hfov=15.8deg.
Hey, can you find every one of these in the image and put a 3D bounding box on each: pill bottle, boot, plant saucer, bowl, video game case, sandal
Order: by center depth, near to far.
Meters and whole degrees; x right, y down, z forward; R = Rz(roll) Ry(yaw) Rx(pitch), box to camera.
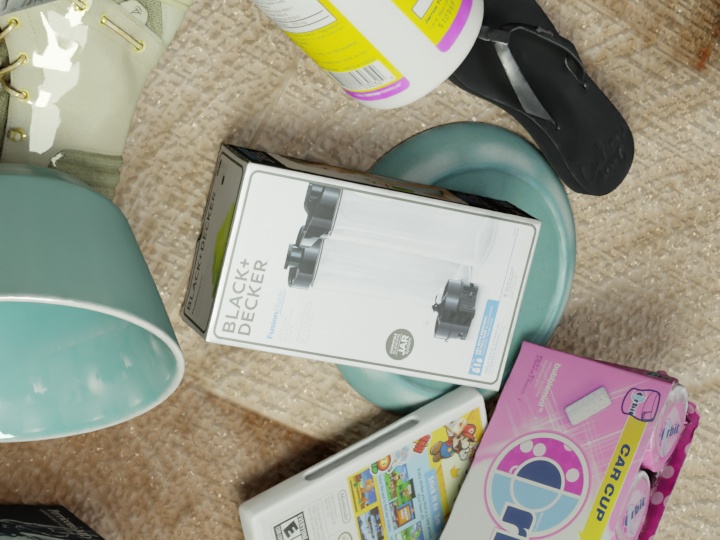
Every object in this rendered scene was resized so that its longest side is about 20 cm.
[{"bbox_3d":[-0.199,0.011,1.444,0.200,0.201,0.105,14,60,-35],"label":"bowl"},{"bbox_3d":[-0.199,-0.124,1.454,0.199,0.072,0.155,16,99,-35],"label":"boot"},{"bbox_3d":[-0.023,-0.191,1.521,0.104,0.104,0.200,-52,125,-7],"label":"pill bottle"},{"bbox_3d":[0.116,-0.124,1.660,0.200,0.043,0.076,39,74,-32],"label":"sandal"},{"bbox_3d":[0.064,0.004,1.689,0.199,0.027,0.201,-10,111,-29],"label":"plant saucer"},{"bbox_3d":[0.016,0.195,1.710,0.182,0.023,0.201,-26,126,-23],"label":"video game case"}]

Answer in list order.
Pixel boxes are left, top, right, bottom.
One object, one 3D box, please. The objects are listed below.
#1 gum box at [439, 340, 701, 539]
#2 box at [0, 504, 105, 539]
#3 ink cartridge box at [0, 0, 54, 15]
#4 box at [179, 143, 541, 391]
[{"bbox_3d":[0.131,0.149,1.680,0.066,0.113,0.201,44,66,-55],"label":"gum box"},{"bbox_3d":[-0.217,0.211,1.475,0.181,0.200,0.105,5,103,-34],"label":"box"},{"bbox_3d":[-0.152,-0.253,1.391,0.162,0.050,0.201,-19,87,-22],"label":"ink cartridge box"},{"bbox_3d":[0.000,0.000,1.600,0.199,0.060,0.117,12,100,-21],"label":"box"}]
